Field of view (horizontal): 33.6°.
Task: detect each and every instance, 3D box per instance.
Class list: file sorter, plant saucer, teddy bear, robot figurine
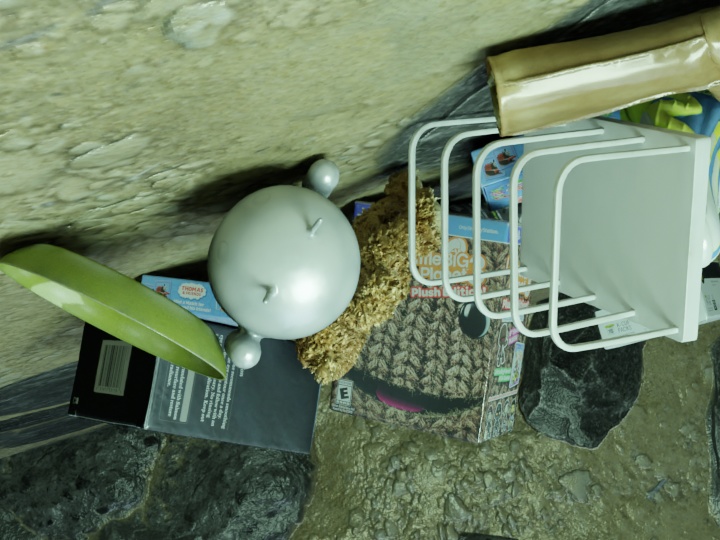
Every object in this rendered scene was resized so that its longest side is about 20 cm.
[{"bbox_3d":[0.134,-0.035,0.858,0.123,0.141,0.200,-8,-163,-26],"label":"file sorter"},{"bbox_3d":[-0.188,0.028,0.930,0.198,0.031,0.200,24,167,6],"label":"plant saucer"},{"bbox_3d":[0.000,0.000,1.024,0.066,0.146,0.200,25,123,-33],"label":"teddy bear"},{"bbox_3d":[-0.061,-0.006,0.923,0.112,0.172,0.200,22,176,-8],"label":"robot figurine"}]

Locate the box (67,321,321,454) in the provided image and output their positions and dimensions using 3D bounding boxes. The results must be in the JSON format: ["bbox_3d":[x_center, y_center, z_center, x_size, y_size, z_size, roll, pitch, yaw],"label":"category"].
[{"bbox_3d":[-0.175,0.118,1.265,0.198,0.119,0.196,15,170,-35],"label":"box"}]

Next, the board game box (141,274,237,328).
[{"bbox_3d":[-0.100,0.042,1.198,0.197,0.037,0.151,5,172,22],"label":"board game box"}]

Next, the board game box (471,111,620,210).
[{"bbox_3d":[0.201,-0.108,1.061,0.198,0.037,0.151,-19,172,6],"label":"board game box"}]

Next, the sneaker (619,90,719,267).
[{"bbox_3d":[0.262,-0.087,0.889,0.103,0.202,0.076,-7,137,2],"label":"sneaker"}]

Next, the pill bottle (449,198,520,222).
[{"bbox_3d":[0.070,-0.010,1.273,0.198,0.108,0.106,-12,171,-22],"label":"pill bottle"}]

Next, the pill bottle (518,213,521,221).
[{"bbox_3d":[0.139,-0.005,1.458,0.199,0.106,0.104,-23,170,41],"label":"pill bottle"}]

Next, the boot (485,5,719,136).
[{"bbox_3d":[0.187,-0.136,0.824,0.197,0.067,0.175,-15,169,5],"label":"boot"}]

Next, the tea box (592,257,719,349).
[{"bbox_3d":[0.357,-0.019,1.472,0.132,0.199,0.199,-19,173,24],"label":"tea box"}]

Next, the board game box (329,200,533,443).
[{"bbox_3d":[0.071,0.045,1.132,0.158,0.203,0.097,8,-177,25],"label":"board game box"}]
